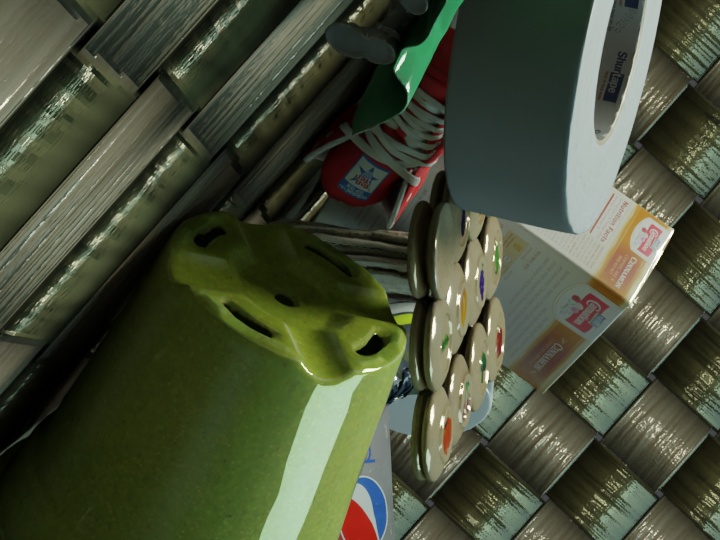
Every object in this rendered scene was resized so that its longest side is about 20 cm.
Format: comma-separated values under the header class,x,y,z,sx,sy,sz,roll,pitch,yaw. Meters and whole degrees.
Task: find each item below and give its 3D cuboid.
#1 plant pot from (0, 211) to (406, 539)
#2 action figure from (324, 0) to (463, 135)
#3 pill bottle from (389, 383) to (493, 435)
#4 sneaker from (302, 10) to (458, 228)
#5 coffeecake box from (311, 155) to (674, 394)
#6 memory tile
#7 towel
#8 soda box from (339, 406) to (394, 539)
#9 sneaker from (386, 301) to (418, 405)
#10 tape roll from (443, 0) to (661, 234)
class,x,y,z,sx,sy,sz,roll,pitch,yaw
plant pot,-0.071,0.080,1.154,0.185,0.200,0.200,-62,170,26
action figure,0.048,-0.154,0.975,0.118,0.055,0.200,-53,-179,40
pill bottle,0.051,0.012,1.627,0.114,0.113,0.201,128,-25,-48
sneaker,0.027,-0.088,1.274,0.113,0.071,0.200,-51,179,-8
coffeecake box,0.084,-0.028,1.493,0.073,0.199,0.154,-55,180,-31
memory tile,0.055,0.014,1.217,0.200,0.017,0.154,-51,141,-67
towel,0.000,0.000,1.399,0.200,0.132,0.035,131,-34,-83
soda box,-0.024,0.124,1.464,0.063,0.202,0.070,-6,176,41
sneaker,-0.008,0.072,1.376,0.199,0.081,0.074,-2,141,-23
tape roll,0.103,-0.122,1.147,0.200,0.066,0.202,14,90,-76
